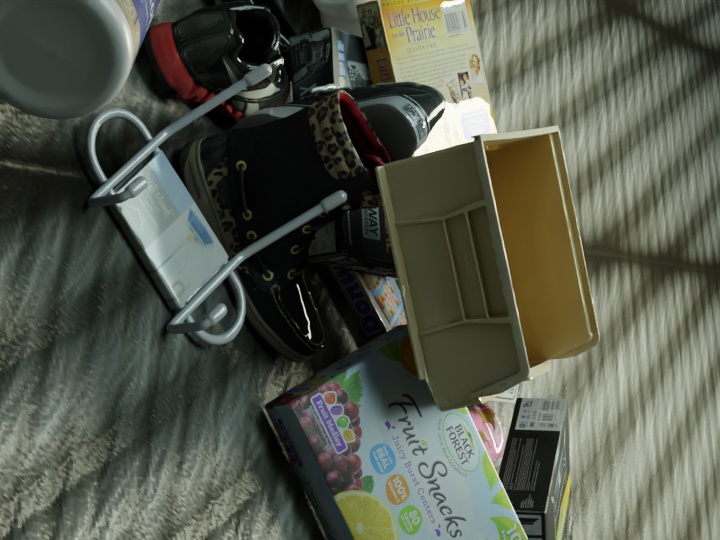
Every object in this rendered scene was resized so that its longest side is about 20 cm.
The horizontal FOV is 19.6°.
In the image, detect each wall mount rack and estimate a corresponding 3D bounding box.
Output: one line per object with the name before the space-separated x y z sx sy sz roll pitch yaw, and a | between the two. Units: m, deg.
wall mount rack | -0.108 -0.051 1.548 0.174 0.074 0.201 -47 115 -38

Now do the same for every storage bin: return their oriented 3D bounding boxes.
storage bin | 0.107 -0.005 1.662 0.200 0.093 0.200 -15 93 -68

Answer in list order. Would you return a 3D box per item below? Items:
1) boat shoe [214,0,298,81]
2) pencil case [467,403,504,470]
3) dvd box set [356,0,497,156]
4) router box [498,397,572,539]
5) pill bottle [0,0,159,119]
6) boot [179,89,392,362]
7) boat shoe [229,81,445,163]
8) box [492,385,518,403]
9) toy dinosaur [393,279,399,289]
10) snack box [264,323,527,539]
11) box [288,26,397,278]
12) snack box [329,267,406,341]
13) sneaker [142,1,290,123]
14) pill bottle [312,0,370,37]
boat shoe | -0.099 -0.256 1.835 0.201 0.066 0.074 68 21 0
pencil case | 0.058 0.150 1.799 0.200 0.082 0.087 10 104 -65
dvd box set | 0.067 -0.149 1.864 0.146 0.029 0.202 -21 100 -53
router box | 0.159 0.233 1.917 0.200 0.052 0.158 -66 155 -62
pill bottle | -0.199 -0.203 1.480 0.116 0.115 0.201 56 24 -26
boot | -0.039 -0.036 1.651 0.201 0.150 0.073 64 22 -9
boat shoe | -0.019 -0.119 1.706 0.068 0.198 0.074 -45 114 -45
box | 0.103 0.012 1.833 0.116 0.060 0.202 14 87 -56
toy dinosaur | 0.081 -0.023 1.934 0.181 0.200 0.105 45 40 14
snack box | 0.030 0.162 1.655 0.142 0.053 0.201 -30 99 -28
box | 0.005 -0.099 1.839 0.157 0.049 0.202 11 73 -55
snack box | 0.000 0.000 1.880 0.201 0.024 0.072 62 23 -15
sneaker | -0.095 -0.173 1.725 0.200 0.097 0.071 15 53 -65
pill bottle | 0.029 -0.245 2.045 0.200 0.115 0.117 48 28 -51
